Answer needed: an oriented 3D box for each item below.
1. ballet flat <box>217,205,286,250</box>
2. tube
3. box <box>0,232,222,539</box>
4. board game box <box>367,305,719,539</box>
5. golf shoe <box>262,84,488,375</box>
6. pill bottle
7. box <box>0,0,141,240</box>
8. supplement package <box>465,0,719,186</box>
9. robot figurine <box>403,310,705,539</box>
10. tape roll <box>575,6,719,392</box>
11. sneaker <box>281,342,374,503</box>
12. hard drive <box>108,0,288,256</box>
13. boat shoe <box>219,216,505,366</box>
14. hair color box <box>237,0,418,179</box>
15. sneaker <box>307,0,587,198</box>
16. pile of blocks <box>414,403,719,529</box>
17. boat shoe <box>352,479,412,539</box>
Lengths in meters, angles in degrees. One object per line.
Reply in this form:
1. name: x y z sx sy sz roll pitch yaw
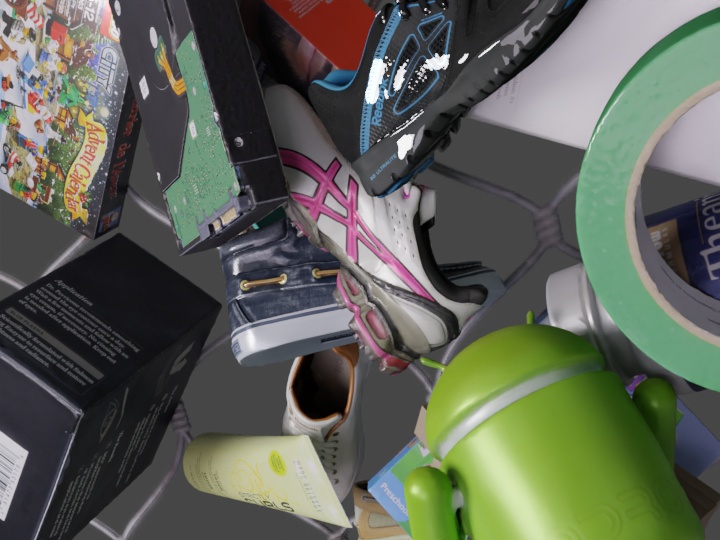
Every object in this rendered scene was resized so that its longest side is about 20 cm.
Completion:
1. ballet flat: -0.107 -0.065 0.831 0.075 0.068 0.202 -21 103 40
2. tube: -0.077 0.157 0.861 0.058 0.053 0.199 25 163 -31
3. box: -0.233 0.106 0.878 0.117 0.200 0.198 33 120 9
4. board game box: 0.126 0.135 0.757 0.200 0.037 0.151 -44 88 1
5. golf shoe: 0.004 -0.040 0.702 0.091 0.073 0.202 -33 87 12
6. pill bottle: 0.218 0.010 0.661 0.198 0.111 0.112 -20 101 25
7. box: -0.239 -0.144 0.877 0.135 0.038 0.202 27 119 14
8. supplement package: 0.147 -0.143 0.640 0.198 0.120 0.123 19 116 19
9. robot figurine: 0.110 0.118 0.606 0.116 0.173 0.202 102 145 -58
10. tape roll: 0.211 -0.034 0.556 0.197 0.048 0.203 7 113 16
11. sneaker: -0.037 0.120 0.857 0.072 0.085 0.203 18 118 16
12. hard drive: -0.108 -0.122 0.699 0.139 0.037 0.203 -26 79 63
13. boat shoe: 0.000 0.000 0.773 0.197 0.071 0.092 -12 75 -9
14. hair color box: -0.035 -0.137 0.745 0.200 0.064 0.111 42 146 5
15. sneaker: 0.047 -0.124 0.583 0.082 0.073 0.200 50 122 2
16. pile of blocks: 0.128 0.140 0.714 0.197 0.082 0.063 20 121 9
17. boat shoe: 0.073 0.176 0.837 0.198 0.071 0.077 -16 91 30
